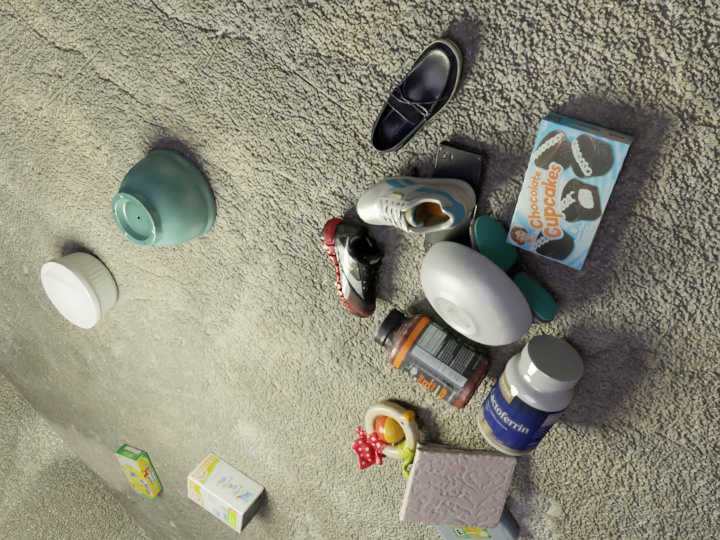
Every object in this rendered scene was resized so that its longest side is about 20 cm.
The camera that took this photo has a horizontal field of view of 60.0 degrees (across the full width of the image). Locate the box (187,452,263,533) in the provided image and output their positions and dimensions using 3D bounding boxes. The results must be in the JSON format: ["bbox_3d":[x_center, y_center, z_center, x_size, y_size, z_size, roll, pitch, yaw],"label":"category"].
[{"bbox_3d":[-0.391,0.640,1.803,0.200,0.101,0.113,28,131,17],"label":"box"}]

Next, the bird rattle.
[{"bbox_3d":[0.067,0.347,1.316,0.200,0.113,0.163,12,115,44],"label":"bird rattle"}]

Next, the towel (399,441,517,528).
[{"bbox_3d":[0.188,0.423,1.219,0.200,0.032,0.191,7,114,-4],"label":"towel"}]

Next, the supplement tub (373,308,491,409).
[{"bbox_3d":[0.123,0.149,1.108,0.200,0.107,0.107,33,133,13],"label":"supplement tub"}]

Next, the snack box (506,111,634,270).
[{"bbox_3d":[0.284,-0.107,0.867,0.116,0.037,0.200,23,130,21],"label":"snack box"}]

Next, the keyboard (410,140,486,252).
[{"bbox_3d":[0.125,-0.111,0.989,0.127,0.021,0.200,22,129,20],"label":"keyboard"}]

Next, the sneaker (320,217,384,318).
[{"bbox_3d":[0.000,0.000,1.114,0.098,0.071,0.201,2,119,36],"label":"sneaker"}]

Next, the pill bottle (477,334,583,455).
[{"bbox_3d":[0.279,0.206,1.031,0.116,0.116,0.200,30,132,14],"label":"pill bottle"}]

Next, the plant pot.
[{"bbox_3d":[-0.415,-0.130,1.271,0.200,0.134,0.201,18,129,24],"label":"plant pot"}]

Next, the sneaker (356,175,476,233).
[{"bbox_3d":[0.072,-0.099,0.963,0.200,0.081,0.077,-1,121,36],"label":"sneaker"}]

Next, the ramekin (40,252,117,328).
[{"bbox_3d":[-0.729,0.043,1.635,0.202,0.094,0.203,19,129,24],"label":"ramekin"}]

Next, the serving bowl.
[{"bbox_3d":[0.167,0.050,0.980,0.200,0.066,0.200,39,161,16],"label":"serving bowl"}]

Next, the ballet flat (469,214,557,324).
[{"bbox_3d":[0.223,0.004,0.971,0.200,0.072,0.072,52,134,-5],"label":"ballet flat"}]

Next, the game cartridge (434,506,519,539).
[{"bbox_3d":[0.225,0.523,1.343,0.200,0.040,0.133,-24,101,42],"label":"game cartridge"}]

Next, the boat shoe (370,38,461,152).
[{"bbox_3d":[0.077,-0.243,0.902,0.075,0.062,0.200,44,133,3],"label":"boat shoe"}]

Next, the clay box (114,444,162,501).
[{"bbox_3d":[-0.751,0.692,2.126,0.115,0.048,0.200,8,125,31],"label":"clay box"}]
